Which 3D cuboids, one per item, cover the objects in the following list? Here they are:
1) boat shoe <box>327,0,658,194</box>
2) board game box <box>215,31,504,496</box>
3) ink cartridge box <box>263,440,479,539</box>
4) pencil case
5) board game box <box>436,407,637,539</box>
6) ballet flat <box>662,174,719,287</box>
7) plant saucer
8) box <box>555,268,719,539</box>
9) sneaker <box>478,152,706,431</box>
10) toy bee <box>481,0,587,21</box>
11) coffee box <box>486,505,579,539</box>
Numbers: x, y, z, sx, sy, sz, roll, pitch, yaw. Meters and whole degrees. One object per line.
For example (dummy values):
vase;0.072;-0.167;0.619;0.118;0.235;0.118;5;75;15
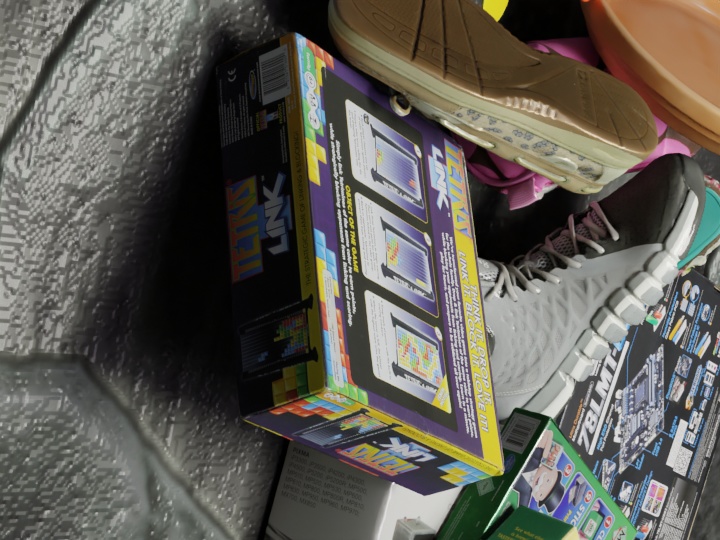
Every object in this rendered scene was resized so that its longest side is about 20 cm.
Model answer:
boat shoe;0.064;-0.093;1.069;0.200;0.063;0.073;24;46;-19
board game box;0.000;0.000;1.034;0.165;0.057;0.200;31;46;-50
ink cartridge box;0.015;0.184;1.153;0.147;0.083;0.200;14;91;-50
pencil case;0.141;-0.094;1.217;0.200;0.091;0.094;-13;75;-45
board game box;0.077;0.197;1.141;0.200;0.029;0.135;-57;137;-19
ballet flat;0.141;0.005;1.236;0.200;0.064;0.076;-30;100;-1
plant saucer;0.211;-0.128;1.203;0.200;0.200;0.037;-10;142;-48
box;0.180;0.088;1.345;0.198;0.050;0.200;26;80;-48
sneaker;0.104;-0.002;1.151;0.115;0.075;0.200;31;101;-19
toy bee;0.109;-0.181;1.094;0.131;0.200;0.109;-45;174;-11
coffee box;0.056;0.234;1.074;0.200;0.044;0.123;-40;129;-32
